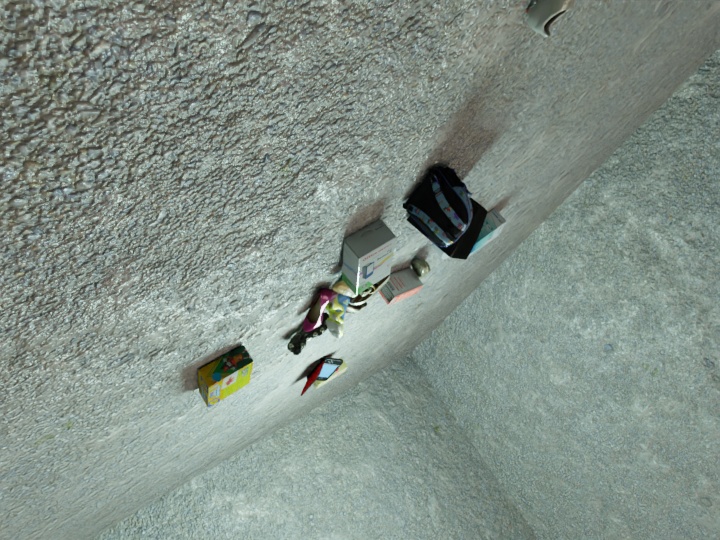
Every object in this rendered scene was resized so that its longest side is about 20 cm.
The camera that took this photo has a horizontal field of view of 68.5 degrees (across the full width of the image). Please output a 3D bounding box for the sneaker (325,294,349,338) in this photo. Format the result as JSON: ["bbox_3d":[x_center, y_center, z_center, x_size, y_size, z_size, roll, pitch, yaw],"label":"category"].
[{"bbox_3d":[-0.071,0.150,1.900,0.105,0.075,0.203,-38,141,-33],"label":"sneaker"}]

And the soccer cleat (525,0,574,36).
[{"bbox_3d":[0.429,-0.589,1.099,0.068,0.078,0.201,-20,155,-42],"label":"soccer cleat"}]

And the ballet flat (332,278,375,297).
[{"bbox_3d":[-0.013,0.057,1.774,0.198,0.064,0.069,-8,147,-53],"label":"ballet flat"}]

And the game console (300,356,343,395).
[{"bbox_3d":[-0.188,0.527,2.600,0.169,0.121,0.201,13,135,-31],"label":"game console"}]

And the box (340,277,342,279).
[{"bbox_3d":[0.000,0.000,1.815,0.120,0.033,0.201,-14,149,-52],"label":"box"}]

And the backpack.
[{"bbox_3d":[0.252,-0.182,1.567,0.133,0.202,0.183,-15,152,-48],"label":"backpack"}]

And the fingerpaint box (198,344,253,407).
[{"bbox_3d":[-0.446,0.350,1.744,0.165,0.074,0.201,-29,160,-29],"label":"fingerpaint box"}]

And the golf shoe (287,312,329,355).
[{"bbox_3d":[-0.193,0.223,1.961,0.199,0.078,0.088,-41,-171,-1],"label":"golf shoe"}]

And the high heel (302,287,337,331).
[{"bbox_3d":[-0.159,0.135,1.793,0.095,0.067,0.202,-5,134,-58],"label":"high heel"}]

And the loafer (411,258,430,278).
[{"bbox_3d":[0.257,-0.014,2.224,0.068,0.076,0.200,-36,172,-6],"label":"loafer"}]

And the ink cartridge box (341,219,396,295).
[{"bbox_3d":[0.023,-0.039,1.627,0.144,0.088,0.202,-30,151,-23],"label":"ink cartridge box"}]

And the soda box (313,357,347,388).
[{"bbox_3d":[-0.166,0.541,2.793,0.198,0.064,0.068,-27,160,-33],"label":"soda box"}]

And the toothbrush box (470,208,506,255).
[{"bbox_3d":[0.538,-0.165,2.366,0.198,0.086,0.147,-35,163,-13],"label":"toothbrush box"}]

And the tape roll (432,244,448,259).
[{"bbox_3d":[0.394,-0.136,2.190,0.198,0.067,0.201,-34,163,-12],"label":"tape roll"}]

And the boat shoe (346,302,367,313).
[{"bbox_3d":[-0.037,0.140,2.026,0.074,0.076,0.202,-35,164,16],"label":"boat shoe"}]

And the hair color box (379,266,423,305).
[{"bbox_3d":[0.160,0.061,2.164,0.198,0.102,0.061,-17,155,-46],"label":"hair color box"}]

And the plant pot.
[{"bbox_3d":[0.303,-0.170,1.737,0.179,0.200,0.198,-53,158,17],"label":"plant pot"}]

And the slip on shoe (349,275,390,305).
[{"bbox_3d":[0.030,0.064,1.967,0.199,0.076,0.061,-42,165,-21],"label":"slip on shoe"}]
